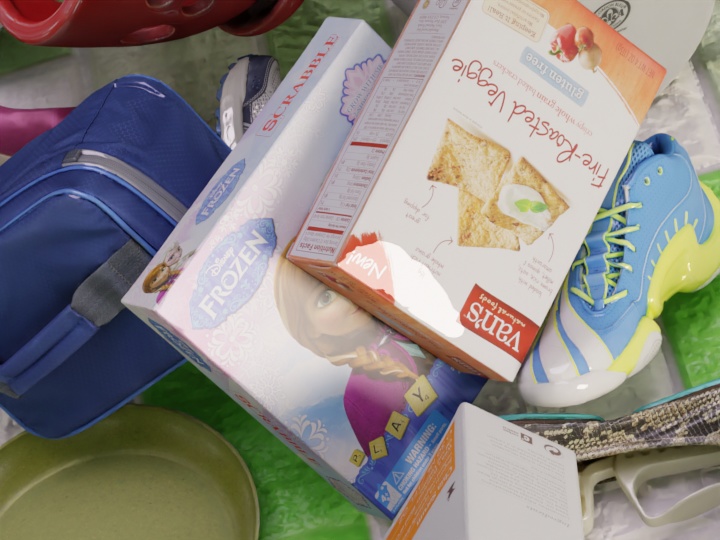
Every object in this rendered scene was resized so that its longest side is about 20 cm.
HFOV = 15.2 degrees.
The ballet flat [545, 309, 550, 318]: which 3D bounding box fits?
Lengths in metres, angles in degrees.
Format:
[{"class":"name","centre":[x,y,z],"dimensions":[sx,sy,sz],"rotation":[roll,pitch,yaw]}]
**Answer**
[{"class":"ballet flat","centre":[0.070,-0.054,1.614],"dimensions":[0.071,0.071,0.200],"rotation":[-24,48,-3]}]

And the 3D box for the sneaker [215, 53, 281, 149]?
[{"class":"sneaker","centre":[-0.039,-0.048,1.647],"dimensions":[0.085,0.077,0.200],"rotation":[-9,58,4]}]

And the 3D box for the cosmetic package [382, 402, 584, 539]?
[{"class":"cosmetic package","centre":[0.060,0.162,1.351],"dimensions":[0.071,0.102,0.200],"rotation":[25,22,-10]}]

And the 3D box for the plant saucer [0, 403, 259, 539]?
[{"class":"plant saucer","centre":[-0.150,0.164,1.521],"dimensions":[0.200,0.031,0.200],"rotation":[-9,48,10]}]

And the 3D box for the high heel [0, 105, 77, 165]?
[{"class":"high heel","centre":[-0.202,-0.098,1.729],"dimensions":[0.200,0.067,0.096],"rotation":[27,72,28]}]

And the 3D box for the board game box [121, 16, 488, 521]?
[{"class":"board game box","centre":[0.000,0.000,1.482],"dimensions":[0.200,0.199,0.041],"rotation":[-56,29,-14]}]

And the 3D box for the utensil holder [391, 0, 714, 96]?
[{"class":"utensil holder","centre":[0.100,-0.201,1.663],"dimensions":[0.170,0.170,0.200],"rotation":[-33,50,-11]}]

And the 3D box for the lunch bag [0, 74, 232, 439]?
[{"class":"lunch bag","centre":[-0.161,0.002,1.532],"dimensions":[0.200,0.136,0.132],"rotation":[-36,18,37]}]

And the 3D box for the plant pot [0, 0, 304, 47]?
[{"class":"plant pot","centre":[-0.123,-0.235,1.672],"dimensions":[0.182,0.201,0.201],"rotation":[1,40,-30]}]

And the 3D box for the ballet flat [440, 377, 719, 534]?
[{"class":"ballet flat","centre":[0.144,0.104,1.464],"dimensions":[0.200,0.068,0.075],"rotation":[-10,69,7]}]

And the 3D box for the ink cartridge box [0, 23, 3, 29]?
[{"class":"ink cartridge box","centre":[-0.273,-0.261,1.809],"dimensions":[0.147,0.145,0.200],"rotation":[33,55,-14]}]

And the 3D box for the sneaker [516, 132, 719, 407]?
[{"class":"sneaker","centre":[0.134,-0.009,1.501],"dimensions":[0.076,0.105,0.200],"rotation":[-7,25,38]}]

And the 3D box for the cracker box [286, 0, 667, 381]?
[{"class":"cracker box","centre":[0.065,-0.058,1.457],"dimensions":[0.058,0.134,0.200],"rotation":[11,71,58]}]
